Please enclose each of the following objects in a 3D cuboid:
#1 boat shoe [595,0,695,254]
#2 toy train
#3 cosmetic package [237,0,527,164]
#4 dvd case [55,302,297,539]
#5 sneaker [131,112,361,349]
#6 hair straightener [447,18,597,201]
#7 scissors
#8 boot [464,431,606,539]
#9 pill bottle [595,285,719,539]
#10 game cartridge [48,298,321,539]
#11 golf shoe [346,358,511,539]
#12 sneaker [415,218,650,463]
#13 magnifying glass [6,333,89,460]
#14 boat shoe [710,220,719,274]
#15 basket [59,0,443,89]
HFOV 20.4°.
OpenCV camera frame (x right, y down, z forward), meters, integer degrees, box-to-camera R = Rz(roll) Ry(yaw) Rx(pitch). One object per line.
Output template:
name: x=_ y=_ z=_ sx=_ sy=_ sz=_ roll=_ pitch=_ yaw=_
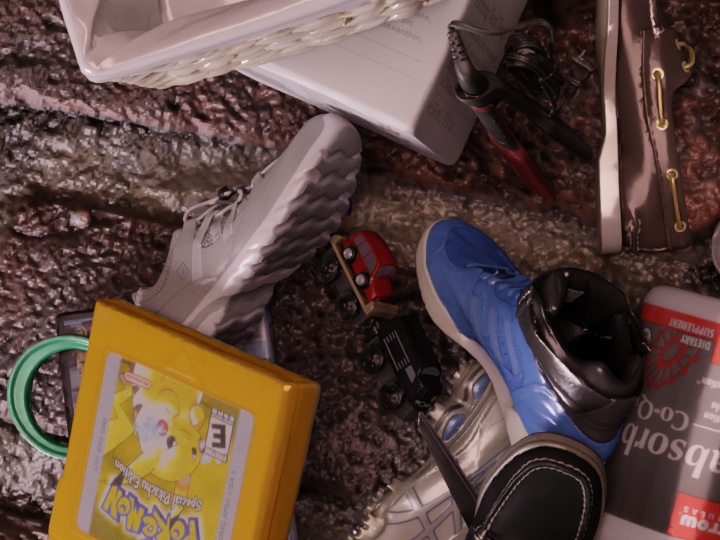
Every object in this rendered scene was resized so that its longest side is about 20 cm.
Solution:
boat shoe: x=0.174 y=-0.111 z=1.224 sx=0.059 sy=0.072 sz=0.201 roll=0 pitch=90 yaw=4
toy train: x=0.000 y=0.000 z=1.238 sx=0.046 sy=0.034 sz=0.201 roll=-39 pitch=62 yaw=26
cosmetic package: x=0.013 y=-0.194 z=1.207 sx=0.166 sy=0.167 sz=0.201 roll=25 pitch=92 yaw=12
dvd case: x=-0.117 y=0.118 z=1.287 sx=0.142 sy=0.018 sz=0.201 roll=-8 pitch=86 yaw=10
sneaker: x=-0.078 y=-0.024 z=1.224 sx=0.082 sy=0.075 sz=0.200 roll=47 pitch=112 yaw=20
hair straightener: x=0.099 y=-0.108 z=1.175 sx=0.077 sy=0.200 sz=0.041 roll=-47 pitch=59 yaw=1
scissors: x=0.084 y=0.162 z=1.198 sx=0.073 sy=0.014 sz=0.201 roll=-5 pitch=119 yaw=12
boot: x=0.079 y=0.205 z=1.120 sx=0.073 sy=0.154 sz=0.204 roll=21 pitch=128 yaw=-1
pill bottle: x=0.199 y=0.118 z=1.181 sx=0.115 sy=0.116 sz=0.201 roll=15 pitch=91 yaw=11
game cartridge: x=-0.115 y=0.137 z=1.204 sx=0.176 sy=0.032 sz=0.201 roll=20 pitch=100 yaw=38
golf shoe: x=0.053 y=0.155 z=1.229 sx=0.097 sy=0.078 sz=0.201 roll=35 pitch=94 yaw=4
sneaker: x=0.104 y=0.020 z=1.179 sx=0.076 sy=0.112 sz=0.201 roll=-2 pitch=48 yaw=-28
magnifying glass: x=-0.132 y=0.100 z=1.271 sx=0.199 sy=0.022 sz=0.080 roll=20 pitch=91 yaw=10
boat shoe: x=0.288 y=-0.070 z=1.202 sx=0.200 sy=0.066 sz=0.072 roll=-41 pitch=80 yaw=5
basket: x=-0.056 y=-0.184 z=1.072 sx=0.199 sy=0.123 sz=0.136 roll=-16 pitch=83 yaw=11
